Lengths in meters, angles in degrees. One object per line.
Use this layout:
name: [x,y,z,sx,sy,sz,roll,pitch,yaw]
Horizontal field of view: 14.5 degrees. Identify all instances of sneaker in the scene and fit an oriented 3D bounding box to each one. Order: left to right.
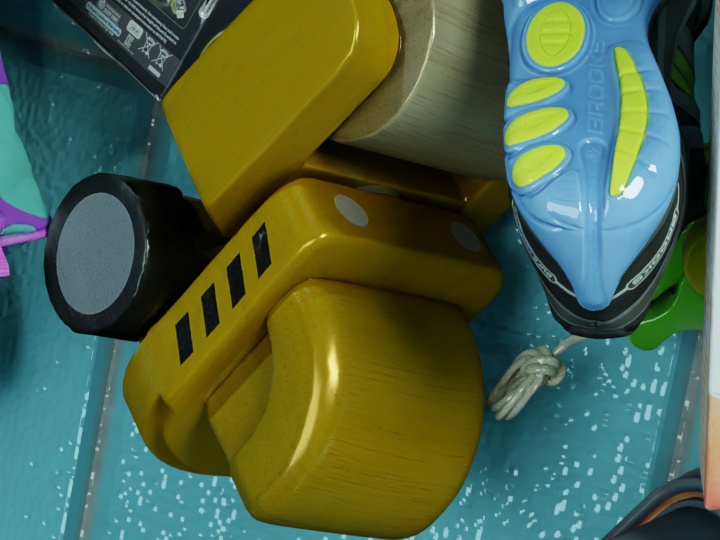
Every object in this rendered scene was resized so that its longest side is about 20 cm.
sneaker: [0.077,-0.056,0.909,0.070,0.200,0.083,2,131,8]

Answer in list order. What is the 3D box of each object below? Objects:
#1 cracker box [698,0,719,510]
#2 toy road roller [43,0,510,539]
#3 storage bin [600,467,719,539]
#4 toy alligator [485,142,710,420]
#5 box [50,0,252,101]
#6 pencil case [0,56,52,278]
cracker box: [0.173,-0.027,0.860,0.133,0.058,0.201,1,101,5]
toy road roller: [0.000,0.000,0.965,0.200,0.122,0.146,-47,53,28]
storage bin: [0.102,0.178,0.915,0.146,0.134,0.200,-45,68,25]
toy alligator: [0.125,-0.005,0.946,0.054,0.059,0.200,35,116,-17]
box: [-0.091,-0.186,1.080,0.200,0.049,0.162,42,114,25]
pencil case: [-0.167,-0.094,0.991,0.092,0.085,0.201,0,104,58]
